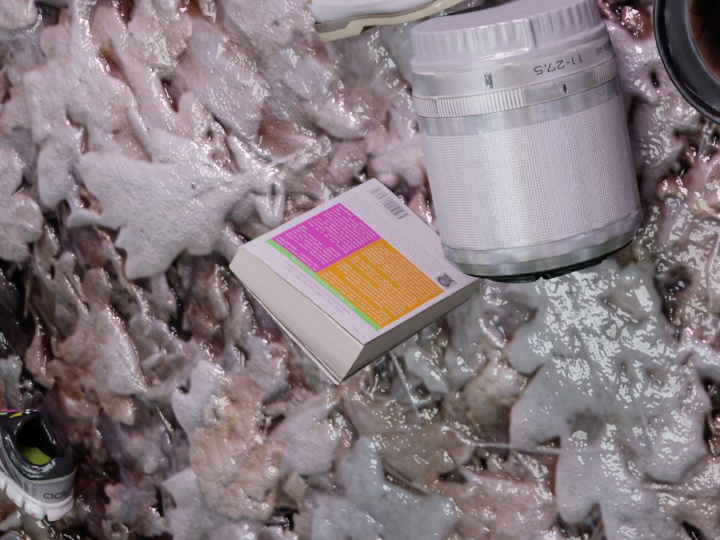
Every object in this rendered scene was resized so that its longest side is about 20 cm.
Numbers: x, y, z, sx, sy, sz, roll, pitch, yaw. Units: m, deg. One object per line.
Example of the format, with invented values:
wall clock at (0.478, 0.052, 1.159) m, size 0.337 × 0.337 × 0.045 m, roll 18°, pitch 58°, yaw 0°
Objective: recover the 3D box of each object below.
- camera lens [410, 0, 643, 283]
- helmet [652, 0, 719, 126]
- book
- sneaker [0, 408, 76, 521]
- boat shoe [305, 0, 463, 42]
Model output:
camera lens at (0.127, -0.101, 1.513) m, size 0.159 × 0.160 × 0.202 m, roll -3°, pitch 106°, yaw 35°
helmet at (0.302, -0.187, 1.340) m, size 0.198 × 0.191 × 0.202 m, roll 0°, pitch 87°, yaw 1°
book at (0.000, 0.000, 1.614) m, size 0.134 × 0.200 × 0.048 m, roll 43°, pitch 126°, yaw 14°
sneaker at (-0.366, 0.166, 2.015) m, size 0.199 × 0.074 × 0.088 m, roll 36°, pitch 125°, yaw 13°
boat shoe at (0.032, -0.238, 1.582) m, size 0.199 × 0.075 × 0.069 m, roll -11°, pitch 107°, yaw 38°
